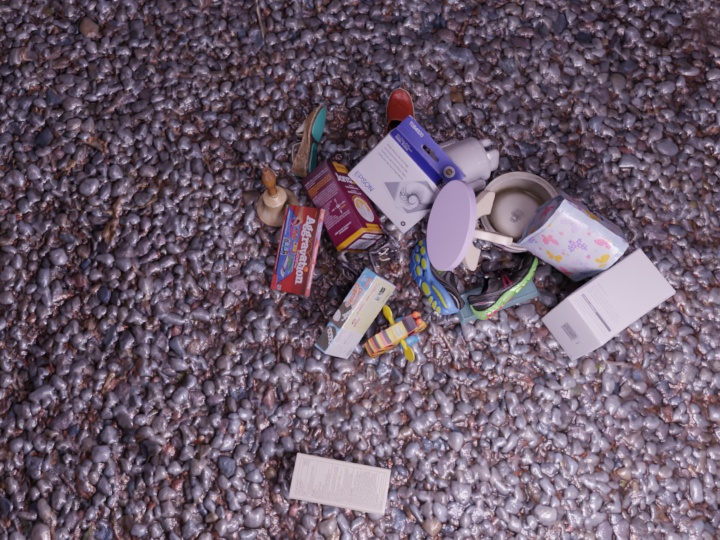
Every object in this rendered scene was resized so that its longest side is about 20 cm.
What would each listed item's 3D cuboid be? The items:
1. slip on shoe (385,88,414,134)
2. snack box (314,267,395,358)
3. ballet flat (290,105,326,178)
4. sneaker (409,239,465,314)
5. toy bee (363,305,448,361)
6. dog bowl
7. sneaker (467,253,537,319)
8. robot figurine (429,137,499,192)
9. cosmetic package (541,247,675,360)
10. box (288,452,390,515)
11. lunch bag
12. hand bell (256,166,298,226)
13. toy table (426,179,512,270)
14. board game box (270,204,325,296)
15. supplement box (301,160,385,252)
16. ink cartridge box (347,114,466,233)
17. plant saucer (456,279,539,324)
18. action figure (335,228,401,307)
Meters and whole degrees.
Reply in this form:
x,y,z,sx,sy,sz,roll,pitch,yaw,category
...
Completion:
x,y,z,sx,sy,sz,roll,pitch,yaw,category
0.096,-0.370,1.656,0.074,0.061,0.201,5,71,4,slip on shoe
-0.009,0.097,1.446,0.037,0.116,0.200,35,92,27,snack box
-0.134,-0.321,1.640,0.065,0.071,0.201,4,68,17,ballet flat
0.176,0.017,1.530,0.083,0.071,0.200,1,51,-39,sneaker
0.098,0.122,1.472,0.131,0.109,0.200,40,76,14,toy bee
0.373,-0.130,1.571,0.199,0.074,0.201,0,73,0,dog bowl
0.323,0.023,1.502,0.200,0.077,0.084,-40,80,-13,sneaker
0.230,-0.246,1.588,0.199,0.113,0.170,-23,54,-7,robot figurine
0.528,0.077,1.436,0.200,0.199,0.123,-31,76,-10,cosmetic package
-0.042,0.444,1.382,0.199,0.078,0.095,11,72,4,box
0.459,-0.077,1.416,0.169,0.200,0.127,32,78,1,lunch bag
-0.202,-0.186,1.524,0.104,0.200,0.104,0,71,0,hand bell
0.236,-0.095,1.485,0.117,0.201,0.184,2,28,-38,toy table
-0.144,-0.047,1.522,0.103,0.019,0.201,10,89,30,board game box
-0.038,-0.147,1.545,0.086,0.110,0.200,-36,73,26,supplement box
0.106,-0.218,1.529,0.200,0.041,0.200,45,117,-6,ink cartridge box
0.313,0.058,1.539,0.199,0.019,0.070,-20,73,-5,plant saucer
0.000,0.000,1.501,0.102,0.119,0.200,41,83,15,action figure
